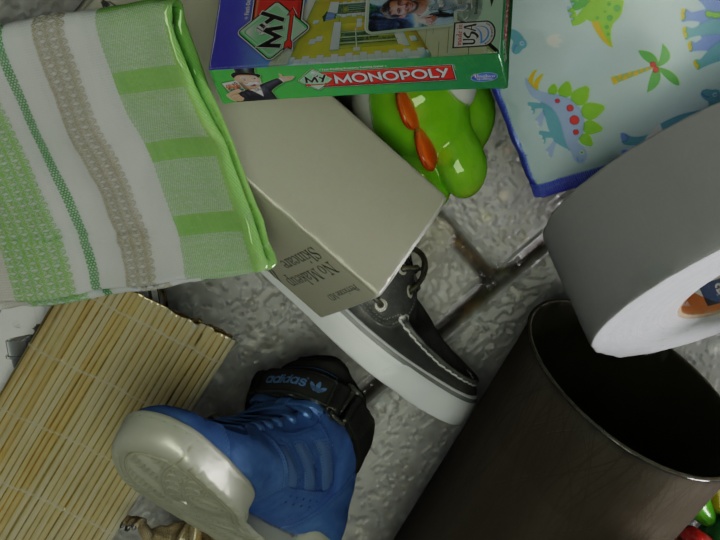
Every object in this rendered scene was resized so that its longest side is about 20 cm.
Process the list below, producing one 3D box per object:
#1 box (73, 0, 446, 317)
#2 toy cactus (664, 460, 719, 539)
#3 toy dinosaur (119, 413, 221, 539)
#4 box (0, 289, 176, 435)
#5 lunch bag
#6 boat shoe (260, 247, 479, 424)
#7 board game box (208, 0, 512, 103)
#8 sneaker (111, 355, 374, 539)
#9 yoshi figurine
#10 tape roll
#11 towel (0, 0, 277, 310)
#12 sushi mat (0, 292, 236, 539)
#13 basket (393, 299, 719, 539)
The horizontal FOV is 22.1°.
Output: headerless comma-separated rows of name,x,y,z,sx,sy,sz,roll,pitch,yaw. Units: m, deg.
box,-0.061,-0.068,0.917,0.200,0.082,0.068,41,68,-11
toy cactus,0.257,0.178,1.061,0.199,0.102,0.166,14,114,-15
toy dinosaur,-0.108,0.183,1.035,0.058,0.101,0.201,25,101,22
box,-0.169,-0.019,0.992,0.116,0.060,0.201,-7,105,-2
lunch bag,0.148,-0.150,0.942,0.199,0.127,0.171,-25,104,-8
boat shoe,0.000,0.000,1.008,0.200,0.070,0.066,43,100,-5
board game box,0.007,-0.170,0.871,0.134,0.201,0.029,-2,149,12
sneaker,-0.055,0.084,0.975,0.076,0.200,0.112,8,68,32
yoshi figurine,0.019,-0.131,0.972,0.112,0.112,0.201,-19,92,-39
tape roll,0.197,-0.027,0.938,0.200,0.200,0.066,-24,73,3
towel,-0.152,-0.047,0.883,0.199,0.031,0.150,-7,121,26
sushi mat,-0.154,0.092,0.987,0.095,0.012,0.200,25,113,-19
basket,0.095,0.138,1.005,0.136,0.180,0.200,35,110,6
